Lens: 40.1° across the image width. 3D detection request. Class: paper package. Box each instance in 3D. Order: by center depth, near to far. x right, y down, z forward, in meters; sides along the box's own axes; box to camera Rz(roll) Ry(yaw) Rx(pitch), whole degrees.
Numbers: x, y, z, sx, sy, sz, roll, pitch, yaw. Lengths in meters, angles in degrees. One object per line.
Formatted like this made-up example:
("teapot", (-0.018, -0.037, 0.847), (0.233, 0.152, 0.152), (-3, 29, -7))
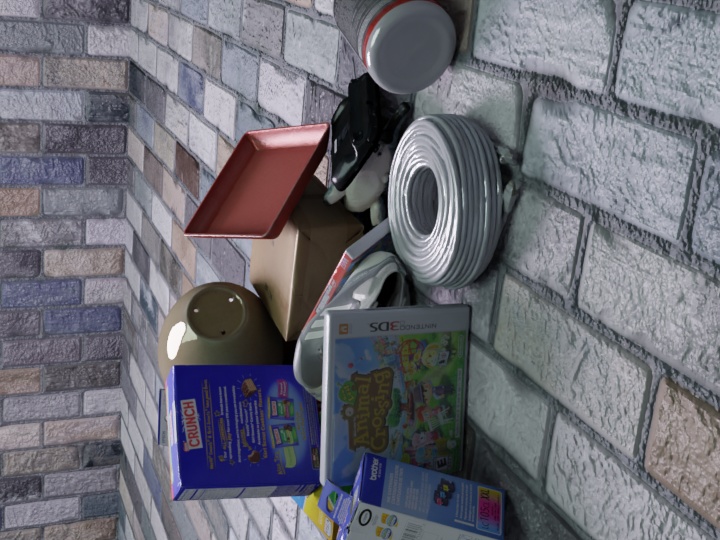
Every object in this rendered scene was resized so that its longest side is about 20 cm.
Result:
("paper package", (-0.087, -0.022, 1.467), (0.200, 0.102, 0.194), (-133, 45, -55))

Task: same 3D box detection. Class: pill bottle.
("pill bottle", (0.030, -0.314, 1.210), (0.201, 0.114, 0.117), (-118, 35, -45))

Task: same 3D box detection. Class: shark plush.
("shark plush", (0.010, -0.153, 1.340), (0.084, 0.089, 0.202), (-73, -2, -46))

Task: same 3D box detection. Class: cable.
("cable", (0.095, -0.078, 1.137), (0.201, 0.068, 0.203), (-125, 39, -51))

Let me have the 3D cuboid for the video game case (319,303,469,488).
("video game case", (0.041, 0.143, 1.140), (0.022, 0.179, 0.204), (-158, 68, -65))

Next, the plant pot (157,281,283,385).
("plant pot", (-0.215, 0.095, 1.494), (0.135, 0.197, 0.203), (98, 159, -59))

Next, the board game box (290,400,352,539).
("board game box", (-0.049, 0.267, 1.367), (0.199, 0.040, 0.156), (-163, 77, -68))

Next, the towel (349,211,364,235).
("towel", (-0.036, 0.003, 1.508), (0.200, 0.023, 0.150), (151, 114, -64))

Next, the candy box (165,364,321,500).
("candy box", (-0.158, 0.216, 1.327), (0.077, 0.196, 0.172), (127, 141, -53))

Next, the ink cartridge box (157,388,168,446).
("ink cartridge box", (-0.197, 0.221, 1.446), (0.037, 0.196, 0.096), (-87, 3, -69))

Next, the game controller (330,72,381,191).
("game controller", (-0.007, -0.189, 1.322), (0.201, 0.041, 0.105), (-91, 25, -55))

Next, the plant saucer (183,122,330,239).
("plant saucer", (-0.142, -0.120, 1.422), (0.198, 0.037, 0.202), (2, 56, 46))

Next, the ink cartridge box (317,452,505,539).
("ink cartridge box", (0.049, 0.289, 1.104), (0.077, 0.196, 0.138), (-81, 7, -53))

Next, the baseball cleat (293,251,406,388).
("baseball cleat", (-0.015, 0.068, 1.182), (0.202, 0.069, 0.107), (-58, 21, 11))

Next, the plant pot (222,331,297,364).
("plant pot", (-0.154, 0.217, 1.609), (0.177, 0.196, 0.203), (100, 157, -59))

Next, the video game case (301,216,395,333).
("video game case", (0.000, 0.000, 1.293), (0.017, 0.142, 0.201), (44, 143, 11))

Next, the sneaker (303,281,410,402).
("sneaker", (-0.003, 0.094, 1.300), (0.202, 0.099, 0.075), (-60, 28, 8))
